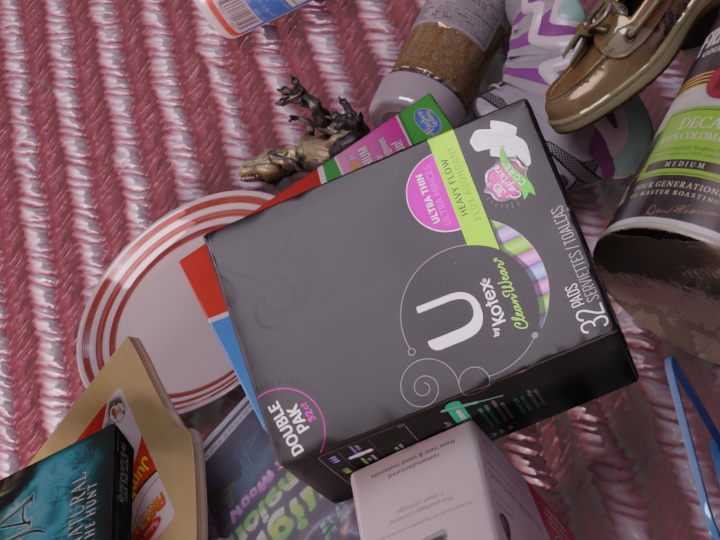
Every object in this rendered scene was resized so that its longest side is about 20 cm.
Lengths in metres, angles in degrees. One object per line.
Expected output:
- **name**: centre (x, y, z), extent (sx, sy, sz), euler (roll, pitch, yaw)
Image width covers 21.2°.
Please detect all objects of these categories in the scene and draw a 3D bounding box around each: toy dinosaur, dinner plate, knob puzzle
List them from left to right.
- **knob puzzle**: centre (-0.152, 0.175, 1.253), extent (0.219, 0.030, 0.222), euler (-13, 72, 44)
- **dinner plate**: centre (-0.118, 0.027, 1.402), extent (0.199, 0.024, 0.201), euler (-17, 47, 19)
- **toy dinosaur**: centre (-0.014, -0.094, 1.388), extent (0.199, 0.088, 0.048), euler (4, 57, 35)

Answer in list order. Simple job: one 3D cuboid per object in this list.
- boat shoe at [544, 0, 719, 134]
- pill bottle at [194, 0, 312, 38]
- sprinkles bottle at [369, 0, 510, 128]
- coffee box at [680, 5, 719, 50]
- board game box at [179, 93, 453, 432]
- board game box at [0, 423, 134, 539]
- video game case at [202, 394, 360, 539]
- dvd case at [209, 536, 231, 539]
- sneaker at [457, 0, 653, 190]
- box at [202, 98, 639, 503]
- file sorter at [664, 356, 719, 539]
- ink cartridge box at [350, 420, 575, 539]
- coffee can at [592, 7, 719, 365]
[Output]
- **boat shoe**: centre (0.182, -0.173, 1.235), extent (0.200, 0.063, 0.073), euler (-47, 18, -5)
- **pill bottle**: centre (-0.043, -0.275, 1.541), extent (0.199, 0.112, 0.113), euler (-24, 45, 13)
- **sprinkles bottle**: centre (0.075, -0.181, 1.418), extent (0.068, 0.068, 0.201), euler (7, 59, 36)
- **coffee box**: centre (0.266, -0.263, 1.356), extent (0.112, 0.080, 0.201), euler (-12, 49, 23)
- **board game box**: centre (0.000, 0.000, 1.219), extent (0.199, 0.040, 0.153), euler (-34, 52, 2)
- **board game box**: centre (-0.201, 0.186, 1.158), extent (0.134, 0.028, 0.200), euler (-26, 30, 9)
- **video game case**: centre (-0.068, 0.172, 1.213), extent (0.200, 0.023, 0.182), euler (-47, 42, 13)
- **dvd case**: centre (-0.110, 0.265, 1.048), extent (0.148, 0.202, 0.016), euler (-19, 9, -27)
- **sneaker**: centre (0.102, -0.122, 1.327), extent (0.139, 0.078, 0.201), euler (-22, 43, -5)
- **box**: centre (0.036, 0.022, 1.093), extent (0.199, 0.124, 0.150), euler (-22, 70, 7)
- **file sorter**: centre (0.279, 0.089, 1.026), extent (0.199, 0.123, 0.140), euler (-21, 46, 15)
- **ink cartridge box**: centre (0.073, 0.208, 1.040), extent (0.082, 0.147, 0.201), euler (-25, 46, 16)
- **coffee can**: centre (0.246, -0.060, 1.153), extent (0.146, 0.147, 0.201), euler (12, 62, 38)
